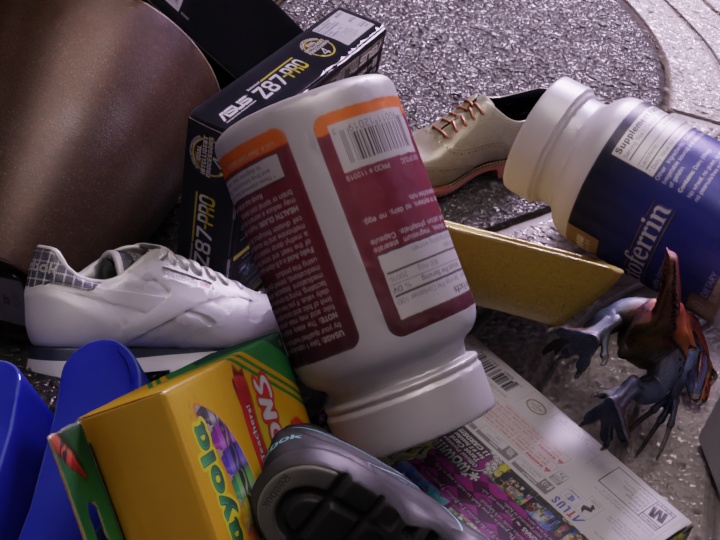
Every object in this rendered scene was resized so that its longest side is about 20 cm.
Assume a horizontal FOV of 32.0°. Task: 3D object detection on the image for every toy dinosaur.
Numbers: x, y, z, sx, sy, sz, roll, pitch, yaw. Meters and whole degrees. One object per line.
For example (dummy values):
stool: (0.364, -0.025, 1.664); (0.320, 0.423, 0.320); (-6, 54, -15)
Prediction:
toy dinosaur: (0.203, 0.055, 0.815); (0.181, 0.200, 0.106); (-20, 74, -42)

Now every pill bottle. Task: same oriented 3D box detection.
pill bottle: (0.211, -0.054, 0.910); (0.199, 0.116, 0.116); (32, 43, 19)
pill bottle: (0.000, 0.000, 0.726); (0.114, 0.114, 0.202); (-19, 89, -33)

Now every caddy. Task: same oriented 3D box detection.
caddy: (-0.162, 0.133, 0.662); (0.140, 0.106, 0.201); (-11, 38, 10)

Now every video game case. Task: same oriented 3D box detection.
video game case: (0.071, 0.138, 0.765); (0.180, 0.036, 0.200); (-24, 50, -36)

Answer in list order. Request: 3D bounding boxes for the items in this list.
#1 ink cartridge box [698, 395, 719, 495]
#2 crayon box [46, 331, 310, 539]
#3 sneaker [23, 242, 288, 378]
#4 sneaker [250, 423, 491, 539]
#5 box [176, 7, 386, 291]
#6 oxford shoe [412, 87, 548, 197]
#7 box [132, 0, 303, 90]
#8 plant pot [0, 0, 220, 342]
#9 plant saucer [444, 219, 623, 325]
ink cartridge box: (0.318, 0.073, 0.777); (0.144, 0.201, 0.084); (3, 41, -10)
crayon box: (-0.071, 0.112, 0.627); (0.050, 0.128, 0.200); (-19, 2, 17)
sneaker: (-0.116, 0.022, 0.791); (0.199, 0.081, 0.076); (-2, -1, -43)
sneaker: (0.032, 0.142, 0.635); (0.200, 0.075, 0.079); (40, 9, -15)
box: (-0.056, -0.078, 0.899); (0.049, 0.162, 0.200); (24, 41, 17)
oxford shoe: (0.078, -0.114, 1.046); (0.199, 0.074, 0.071); (-18, 46, -32)
box: (-0.140, -0.186, 0.952); (0.140, 0.200, 0.079); (6, 69, 36)
plant pot: (-0.210, -0.059, 0.847); (0.185, 0.188, 0.201); (14, 54, 3)
plant saucer: (0.072, -0.007, 0.879); (0.198, 0.049, 0.200); (14, 4, 4)
